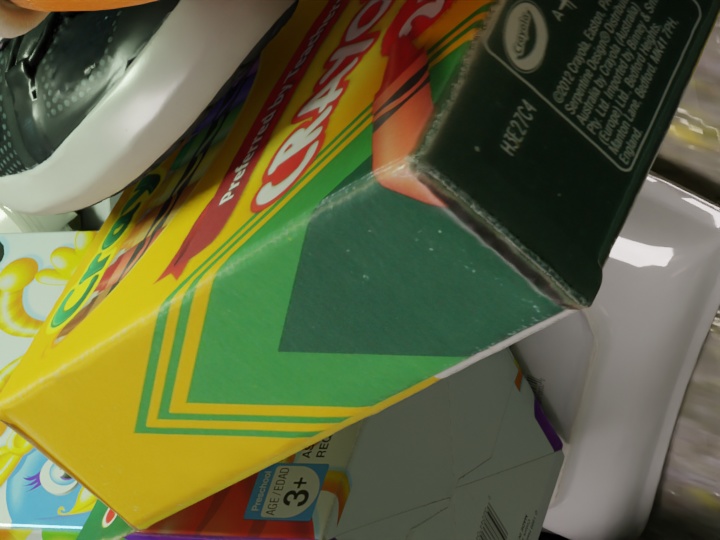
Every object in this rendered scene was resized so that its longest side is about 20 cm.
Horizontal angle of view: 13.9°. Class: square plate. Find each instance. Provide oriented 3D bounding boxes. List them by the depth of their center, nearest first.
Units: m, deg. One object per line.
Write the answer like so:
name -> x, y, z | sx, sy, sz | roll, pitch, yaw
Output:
square plate -> 0.000, 0.000, 0.833 | 0.198, 0.028, 0.200 | 27, 153, 11

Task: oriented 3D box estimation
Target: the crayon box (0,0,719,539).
crayon box -> -0.008, -0.018, 0.669 | 0.051, 0.127, 0.200 | 40, 141, -16

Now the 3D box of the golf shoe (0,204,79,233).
golf shoe -> -0.162, 0.007, 0.924 | 0.200, 0.097, 0.078 | 3, 134, 46

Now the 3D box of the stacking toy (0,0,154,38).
stacking toy -> 0.020, -0.103, 0.563 | 0.199, 0.147, 0.146 | 11, 150, 7

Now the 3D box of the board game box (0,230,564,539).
board game box -> -0.063, 0.059, 0.810 | 0.199, 0.105, 0.103 | -1, 140, 29

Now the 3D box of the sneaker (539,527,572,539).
sneaker -> 0.064, 0.113, 0.880 | 0.199, 0.072, 0.083 | 2, 177, 26

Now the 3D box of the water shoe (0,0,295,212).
water shoe -> -0.089, -0.062, 0.699 | 0.079, 0.072, 0.200 | 47, 158, -20
